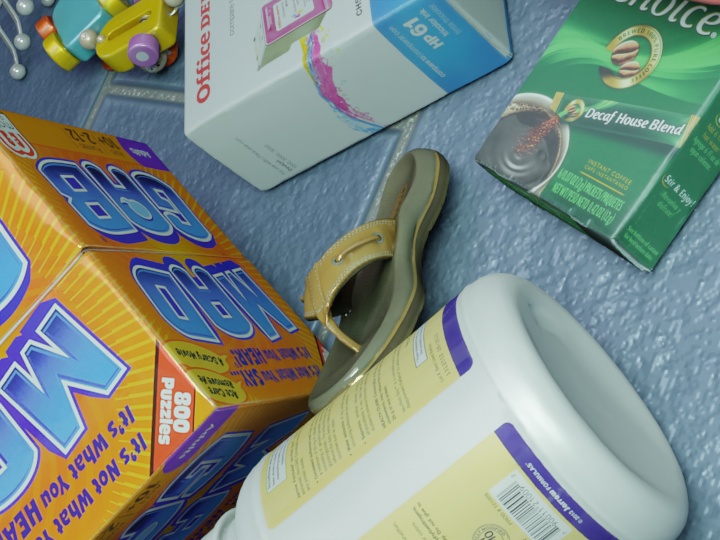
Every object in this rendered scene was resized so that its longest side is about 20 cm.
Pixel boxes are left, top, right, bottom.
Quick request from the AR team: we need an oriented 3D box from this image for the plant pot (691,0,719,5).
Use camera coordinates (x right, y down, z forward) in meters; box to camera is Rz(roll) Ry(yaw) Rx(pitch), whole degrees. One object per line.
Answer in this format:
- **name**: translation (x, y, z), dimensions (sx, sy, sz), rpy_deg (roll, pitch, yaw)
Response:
- **plant pot**: translation (0.127, -0.230, 0.723), dimensions (0.177, 0.200, 0.202), rpy_deg (21, 81, 58)

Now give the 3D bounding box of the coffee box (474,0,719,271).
- **coffee box**: translation (0.158, -0.112, 0.783), dimensions (0.201, 0.044, 0.123), rpy_deg (-55, 42, 2)

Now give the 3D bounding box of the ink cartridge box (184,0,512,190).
- **ink cartridge box**: translation (-0.015, -0.162, 0.941), dimensions (0.199, 0.084, 0.146), rpy_deg (-26, 51, 31)

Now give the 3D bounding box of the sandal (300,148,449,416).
- **sandal**: translation (0.000, 0.000, 0.809), dimensions (0.080, 0.054, 0.201), rpy_deg (-46, 19, 44)

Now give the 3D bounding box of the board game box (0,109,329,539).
- **board game box**: translation (-0.164, 0.060, 0.810), dimensions (0.200, 0.200, 0.200), rpy_deg (-45, 76, 12)

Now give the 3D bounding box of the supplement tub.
- **supplement tub**: translation (0.033, 0.114, 0.692), dimensions (0.200, 0.145, 0.146), rpy_deg (-40, 45, 17)

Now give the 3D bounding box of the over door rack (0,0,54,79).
- **over door rack**: translation (-0.299, -0.175, 1.162), dimensions (0.201, 0.066, 0.148), rpy_deg (-53, 3, -20)

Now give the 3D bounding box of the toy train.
- **toy train**: translation (-0.154, -0.205, 1.120), dimensions (0.199, 0.056, 0.151), rpy_deg (2, 62, 43)
